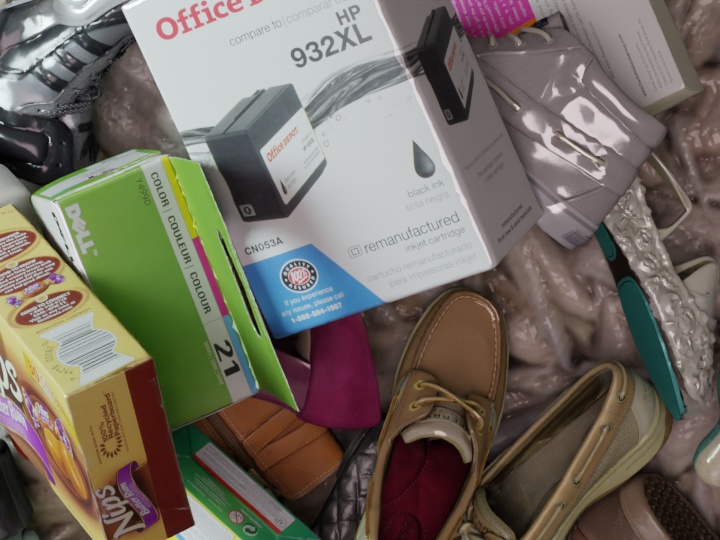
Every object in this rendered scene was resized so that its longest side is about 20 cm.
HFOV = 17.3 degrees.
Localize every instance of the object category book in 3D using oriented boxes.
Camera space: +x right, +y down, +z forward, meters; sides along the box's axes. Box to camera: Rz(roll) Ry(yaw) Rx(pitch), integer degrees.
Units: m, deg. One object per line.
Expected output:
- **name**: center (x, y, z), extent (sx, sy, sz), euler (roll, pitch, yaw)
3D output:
- **book**: center (0.082, -0.120, 1.369), extent (0.199, 0.048, 0.134), euler (-27, 78, 26)

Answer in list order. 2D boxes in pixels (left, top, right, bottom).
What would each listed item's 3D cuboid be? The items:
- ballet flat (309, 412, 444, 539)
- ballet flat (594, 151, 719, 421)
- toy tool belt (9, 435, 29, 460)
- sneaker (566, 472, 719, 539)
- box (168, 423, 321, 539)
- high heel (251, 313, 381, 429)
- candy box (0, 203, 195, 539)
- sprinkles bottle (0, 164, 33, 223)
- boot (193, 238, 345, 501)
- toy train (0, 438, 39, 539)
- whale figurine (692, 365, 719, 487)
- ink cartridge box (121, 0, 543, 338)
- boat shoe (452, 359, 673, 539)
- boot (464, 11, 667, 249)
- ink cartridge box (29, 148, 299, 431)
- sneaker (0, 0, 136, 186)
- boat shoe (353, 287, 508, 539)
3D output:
- **ballet flat**: center (-0.007, 0.182, 1.474), extent (0.057, 0.066, 0.201), euler (30, 105, 24)
- **ballet flat**: center (0.173, -0.012, 1.395), extent (0.072, 0.072, 0.201), euler (-25, 90, 14)
- **toy tool belt**: center (-0.267, 0.054, 1.454), extent (0.200, 0.123, 0.125), euler (56, 147, -2)
- **sneaker**: center (0.207, 0.217, 1.459), extent (0.075, 0.070, 0.200), euler (-34, 91, 33)
- **box**: center (-0.107, 0.198, 1.464), extent (0.117, 0.048, 0.200), euler (41, 133, 13)
- **high heel**: center (0.000, 0.000, 1.386), extent (0.096, 0.068, 0.201), euler (16, 117, -19)
- **candy box**: center (-0.166, 0.058, 1.308), extent (0.056, 0.200, 0.117), euler (-25, 126, -21)
- **sprinkles bottle**: center (-0.281, -0.082, 1.421), extent (0.200, 0.068, 0.068), euler (43, 108, 24)
- **boot**: center (-0.057, 0.061, 1.460), extent (0.200, 0.074, 0.155), euler (-39, 99, 20)
- **toy train**: center (-0.253, 0.202, 1.516), extent (0.113, 0.085, 0.201), euler (-17, 100, 8)
- **whale figurine**: center (0.268, 0.097, 1.405), extent (0.158, 0.104, 0.201), euler (-7, 127, -11)
- **ink cartridge box**: center (-0.014, -0.084, 1.255), extent (0.145, 0.084, 0.201), euler (-18, 103, 29)
- **boat shoe**: center (0.100, 0.134, 1.434), extent (0.201, 0.073, 0.063), euler (-43, 137, 13)
- **boot**: center (0.078, -0.109, 1.319), extent (0.200, 0.074, 0.096), euler (42, 98, 13)
- **ink cartridge box**: center (-0.112, 0.014, 1.306), extent (0.075, 0.200, 0.148), euler (-23, 99, -12)
- **sneaker**: center (-0.166, -0.117, 1.431), extent (0.199, 0.075, 0.114), euler (-16, 101, 19)
- **boat shoe**: center (0.048, 0.102, 1.411), extent (0.074, 0.066, 0.201), euler (16, 76, -4)
